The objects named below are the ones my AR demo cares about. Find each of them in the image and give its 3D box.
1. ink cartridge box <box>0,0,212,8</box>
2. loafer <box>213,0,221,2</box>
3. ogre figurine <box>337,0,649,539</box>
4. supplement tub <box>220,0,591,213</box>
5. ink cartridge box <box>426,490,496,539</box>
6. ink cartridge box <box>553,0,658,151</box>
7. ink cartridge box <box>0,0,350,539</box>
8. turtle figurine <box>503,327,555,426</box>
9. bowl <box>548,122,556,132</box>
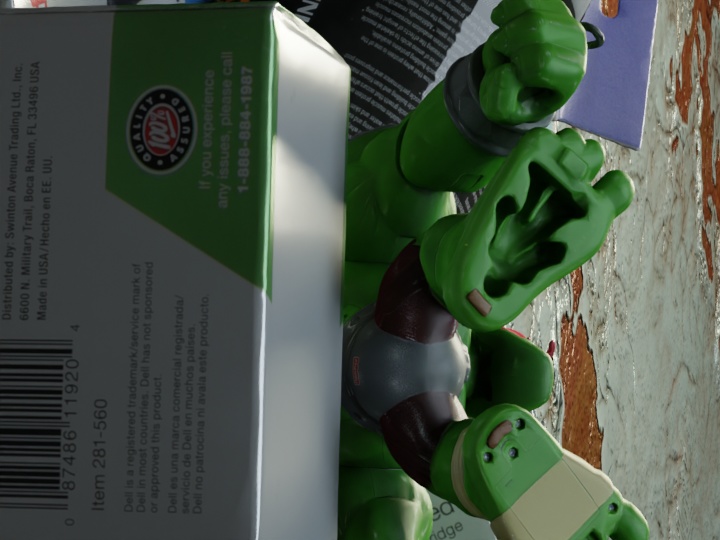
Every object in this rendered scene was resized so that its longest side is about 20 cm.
[{"bbox_3d":[-0.119,-0.141,0.947,0.200,0.083,0.146,-46,135,-67],"label":"ink cartridge box"},{"bbox_3d":[-0.037,-0.085,1.270,0.072,0.072,0.201,-29,109,-60],"label":"loafer"},{"bbox_3d":[0.022,0.026,0.830,0.098,0.120,0.201,-16,98,-27],"label":"ogre figurine"},{"bbox_3d":[-0.005,-0.060,1.048,0.201,0.122,0.123,-61,153,-21],"label":"supplement tub"},{"bbox_3d":[-0.056,0.033,0.929,0.084,0.145,0.201,-115,180,-81],"label":"ink cartridge box"},{"bbox_3d":[0.063,-0.177,1.392,0.047,0.199,0.199,122,-19,-56],"label":"ink cartridge box"},{"bbox_3d":[-0.110,0.006,0.782,0.084,0.199,0.147,23,69,-75],"label":"ink cartridge box"},{"bbox_3d":[0.017,0.088,1.228,0.101,0.149,0.201,96,5,-52],"label":"turtle figurine"},{"bbox_3d":[0.037,-0.069,1.442,0.201,0.104,0.202,-1,90,-73],"label":"bowl"}]
